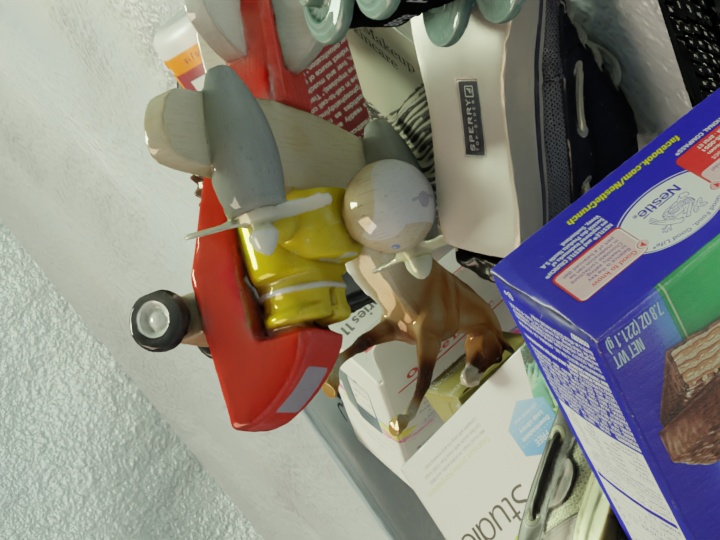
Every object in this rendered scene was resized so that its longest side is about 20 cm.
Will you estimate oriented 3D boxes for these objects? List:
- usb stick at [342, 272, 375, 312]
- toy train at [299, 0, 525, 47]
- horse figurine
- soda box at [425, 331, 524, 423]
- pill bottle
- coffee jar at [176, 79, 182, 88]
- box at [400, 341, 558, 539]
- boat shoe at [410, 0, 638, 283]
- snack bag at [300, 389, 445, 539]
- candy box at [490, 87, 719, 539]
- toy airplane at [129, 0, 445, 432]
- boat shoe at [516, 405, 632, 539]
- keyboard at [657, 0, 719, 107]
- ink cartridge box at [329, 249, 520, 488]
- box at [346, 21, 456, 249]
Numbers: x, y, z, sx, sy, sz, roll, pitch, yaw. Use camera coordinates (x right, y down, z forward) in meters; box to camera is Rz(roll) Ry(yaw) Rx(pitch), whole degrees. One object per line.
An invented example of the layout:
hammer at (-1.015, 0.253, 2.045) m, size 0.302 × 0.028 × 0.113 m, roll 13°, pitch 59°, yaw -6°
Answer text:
usb stick at (-0.031, -0.067, 1.362) m, size 0.033 × 0.055 × 0.200 m, roll 49°, pitch -161°, yaw -74°
toy train at (0.031, -0.160, 0.906) m, size 0.200 × 0.085 × 0.114 m, roll 166°, pitch 102°, yaw -67°
horse figurine at (0.000, 0.000, 1.195) m, size 0.200 × 0.133 × 0.050 m, roll 50°, pitch 137°, yaw -6°
soda box at (0.127, 0.134, 1.348) m, size 0.200 × 0.064 × 0.068 m, roll 53°, pitch 166°, yaw -12°
pill bottle at (-0.021, -0.088, 1.273) m, size 0.200 × 0.113 × 0.113 m, roll 54°, pitch 166°, yaw -11°
coffee jar at (-0.067, -0.083, 1.490) m, size 0.104 × 0.085 × 0.200 m, roll 49°, pitch 168°, yaw 19°
box at (0.123, 0.150, 1.232) m, size 0.200 × 0.036 × 0.144 m, roll 55°, pitch 128°, yaw 18°
boat shoe at (0.080, -0.101, 1.018) m, size 0.075 × 0.093 × 0.200 m, roll 14°, pitch 113°, yaw 44°
snack bag at (0.026, 0.107, 1.572) m, size 0.189 × 0.021 × 0.200 m, roll 57°, pitch -152°, yaw -19°
candy box at (0.169, 0.033, 0.870) m, size 0.077 × 0.169 × 0.200 m, roll 39°, pitch 163°, yaw 51°
toy airplane at (-0.026, -0.047, 1.052) m, size 0.141 × 0.200 × 0.199 m, roll 5°, pitch 131°, yaw 28°
boat shoe at (0.115, 0.051, 0.970) m, size 0.066 × 0.201 × 0.072 m, roll 3°, pitch 155°, yaw 34°
keyboard at (0.168, -0.046, 0.941) m, size 0.104 × 0.040 × 0.200 m, roll 37°, pitch 162°, yaw 46°
ink cartridge box at (0.042, 0.047, 1.417) m, size 0.067 × 0.117 × 0.200 m, roll 41°, pitch 164°, yaw 28°
box at (0.047, -0.096, 1.133) m, size 0.082 × 0.068 × 0.200 m, roll 43°, pitch 165°, yaw 31°
